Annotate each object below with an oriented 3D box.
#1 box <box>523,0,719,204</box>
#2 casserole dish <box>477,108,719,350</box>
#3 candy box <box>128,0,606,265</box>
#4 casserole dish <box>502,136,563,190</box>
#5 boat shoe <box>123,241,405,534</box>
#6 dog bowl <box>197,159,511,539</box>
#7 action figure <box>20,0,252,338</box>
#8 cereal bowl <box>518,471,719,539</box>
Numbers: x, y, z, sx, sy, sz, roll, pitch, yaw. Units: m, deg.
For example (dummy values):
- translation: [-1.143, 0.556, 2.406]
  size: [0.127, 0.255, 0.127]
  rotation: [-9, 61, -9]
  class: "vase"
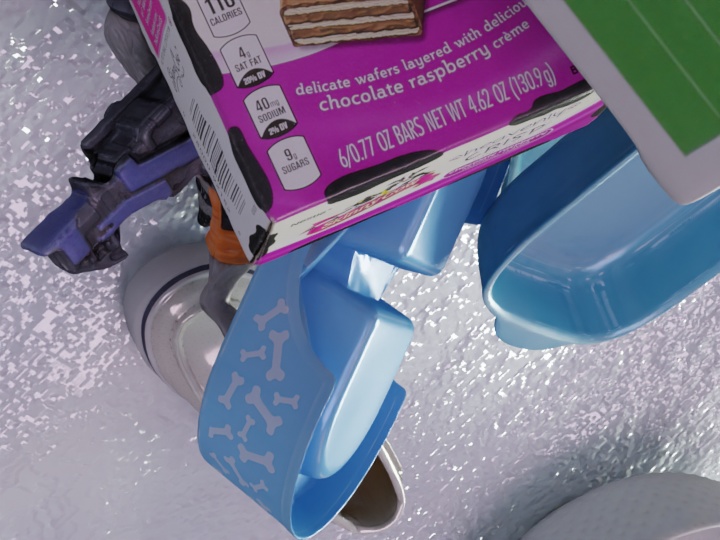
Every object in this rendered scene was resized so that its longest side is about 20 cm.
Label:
- translation: [0.122, -0.170, 0.598]
  size: [0.171, 0.200, 0.199]
  rotation: [-33, 102, 34]
  class: "box"
- translation: [0.127, -0.041, 0.786]
  size: [0.200, 0.039, 0.121]
  rotation: [-39, 147, 24]
  class: "casserole dish"
- translation: [-0.014, -0.121, 0.660]
  size: [0.136, 0.201, 0.061]
  rotation: [-24, 171, -15]
  class: "candy box"
- translation: [0.117, -0.058, 0.866]
  size: [0.121, 0.039, 0.200]
  rotation: [-13, 156, -6]
  class: "casserole dish"
- translation: [-0.035, 0.061, 0.901]
  size: [0.071, 0.070, 0.200]
  rotation: [-36, 138, 0]
  class: "boat shoe"
- translation: [0.000, 0.000, 0.755]
  size: [0.201, 0.049, 0.111]
  rotation: [-65, 164, 1]
  class: "dog bowl"
- translation: [-0.064, -0.061, 0.754]
  size: [0.200, 0.104, 0.194]
  rotation: [-42, 137, -26]
  class: "action figure"
- translation: [0.139, 0.186, 1.119]
  size: [0.199, 0.083, 0.201]
  rotation: [-18, 135, -19]
  class: "cereal bowl"
